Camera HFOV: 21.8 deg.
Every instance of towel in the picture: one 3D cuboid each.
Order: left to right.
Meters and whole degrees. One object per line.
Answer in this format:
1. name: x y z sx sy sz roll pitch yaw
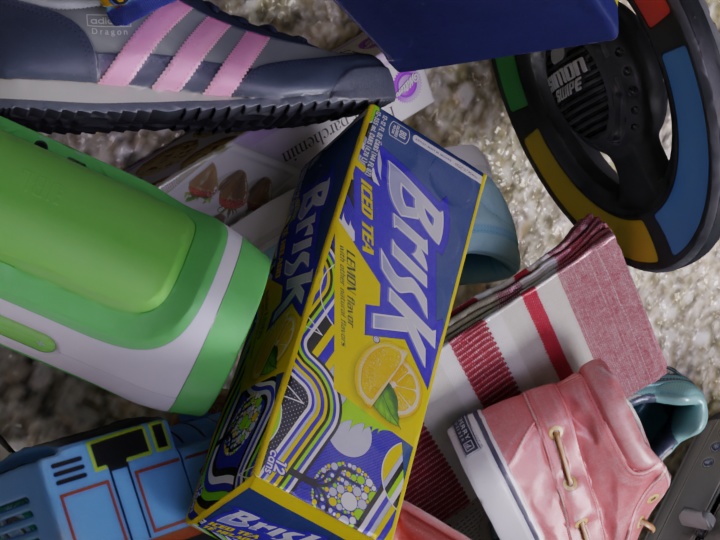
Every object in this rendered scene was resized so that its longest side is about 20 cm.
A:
1. towel: 0.059 0.067 0.955 0.200 0.023 0.144 -33 141 -2

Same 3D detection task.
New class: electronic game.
1. electronic game: 0.117 -0.094 0.909 0.041 0.200 0.201 -22 115 -19

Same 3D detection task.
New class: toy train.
1. toy train: -0.071 0.114 0.816 0.199 0.087 0.115 -13 85 -42

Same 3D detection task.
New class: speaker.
1. speaker: -0.142 -0.012 0.773 0.199 0.088 0.089 24 89 -8

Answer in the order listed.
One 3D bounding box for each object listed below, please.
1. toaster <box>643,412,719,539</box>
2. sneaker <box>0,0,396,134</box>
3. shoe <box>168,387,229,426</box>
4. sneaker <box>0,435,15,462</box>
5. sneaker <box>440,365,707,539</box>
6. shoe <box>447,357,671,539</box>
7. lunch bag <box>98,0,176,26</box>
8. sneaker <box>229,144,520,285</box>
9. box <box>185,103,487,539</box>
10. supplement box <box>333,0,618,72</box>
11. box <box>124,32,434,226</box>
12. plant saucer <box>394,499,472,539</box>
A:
1. toaster: 0.247 0.191 1.122 0.129 0.113 0.200 -50 126 -30
2. sneaker: -0.077 -0.104 0.832 0.199 0.070 0.083 -1 83 -24
3. shoe: -0.074 0.158 0.908 0.070 0.053 0.201 6 84 -11
4. sneaker: -0.177 0.149 0.850 0.092 0.076 0.201 -29 117 -21
5. sneaker: 0.109 0.112 1.032 0.200 0.086 0.078 -41 123 -19
6. shoe: 0.124 0.136 0.964 0.091 0.072 0.201 -26 122 4
7. lunch bag: -0.074 -0.229 0.788 0.151 0.094 0.200 53 45 -27
8. sneaker: 0.000 0.000 0.913 0.199 0.074 0.082 -21 73 -29
9. box: -0.007 0.029 0.810 0.070 0.064 0.201 30 52 -18
10. supplement box: 0.046 -0.204 0.818 0.109 0.109 0.201 38 50 -61
11. box: -0.054 -0.055 0.898 0.200 0.041 0.039 -32 119 -23
12. plant saucer: 0.049 0.244 0.924 0.199 0.037 0.200 30 88 -2
